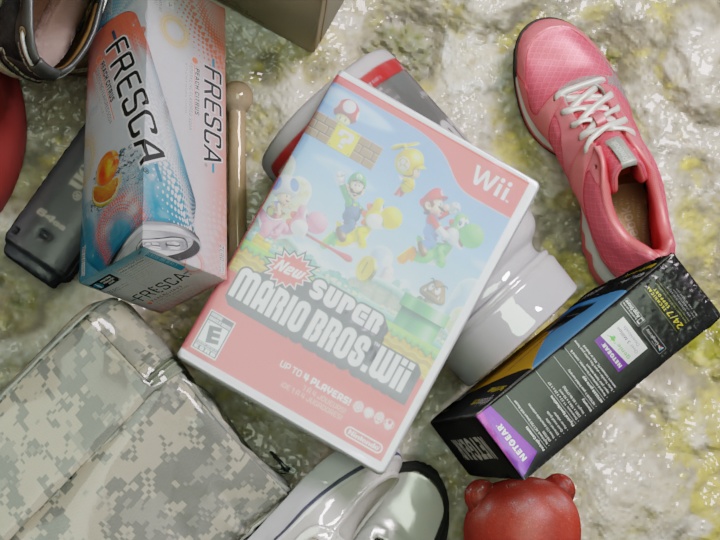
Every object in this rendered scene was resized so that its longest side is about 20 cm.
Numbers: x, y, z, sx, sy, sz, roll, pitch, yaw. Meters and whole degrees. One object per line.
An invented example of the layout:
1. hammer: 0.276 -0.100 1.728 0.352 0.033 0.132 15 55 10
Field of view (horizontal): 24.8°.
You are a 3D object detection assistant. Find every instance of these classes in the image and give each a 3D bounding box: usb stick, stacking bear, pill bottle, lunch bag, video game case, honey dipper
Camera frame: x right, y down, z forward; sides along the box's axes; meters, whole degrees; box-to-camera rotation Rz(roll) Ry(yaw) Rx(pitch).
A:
1. usb stick: -0.163 -0.082 1.089 0.055 0.033 0.201 34 81 1
2. stacking bear: 0.110 0.230 1.028 0.120 0.114 0.202 -5 77 -5
3. pill bottle: 0.040 -0.033 1.055 0.114 0.114 0.200 -41 87 -8
4. lunch bag: -0.159 0.144 1.002 0.168 0.139 0.200 44 81 7
5. video game case: 0.000 0.000 0.981 0.142 0.017 0.201 29 81 1
6. honey dipper: -0.081 -0.029 1.086 0.038 0.038 0.202 0 80 -4

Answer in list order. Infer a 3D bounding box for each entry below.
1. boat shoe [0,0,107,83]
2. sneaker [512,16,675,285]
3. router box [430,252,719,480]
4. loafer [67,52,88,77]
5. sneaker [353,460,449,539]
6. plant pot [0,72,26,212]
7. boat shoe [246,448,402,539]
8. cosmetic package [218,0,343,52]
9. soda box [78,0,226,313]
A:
1. boat shoe: -0.169 -0.212 1.009 0.071 0.067 0.202 22 87 -30
2. sneaker: 0.165 -0.083 1.085 0.073 0.087 0.202 -22 84 -8
3. router box: 0.125 0.063 1.003 0.149 0.200 0.051 -38 88 -8
4. loafer: -0.234 -0.195 1.053 0.076 0.068 0.200 -44 112 10
5. sneaker: 0.003 0.214 1.035 0.073 0.080 0.201 26 79 2
6. plant pot: -0.316 -0.108 1.011 0.198 0.177 0.203 0 82 -3
7. boat shoe: -0.037 0.183 0.990 0.066 0.072 0.200 39 64 24
8. cosmetic package: -0.051 -0.217 1.032 0.103 0.200 0.074 29 82 1
9. soda box: -0.126 -0.081 1.003 0.068 0.063 0.202 23 53 -41
